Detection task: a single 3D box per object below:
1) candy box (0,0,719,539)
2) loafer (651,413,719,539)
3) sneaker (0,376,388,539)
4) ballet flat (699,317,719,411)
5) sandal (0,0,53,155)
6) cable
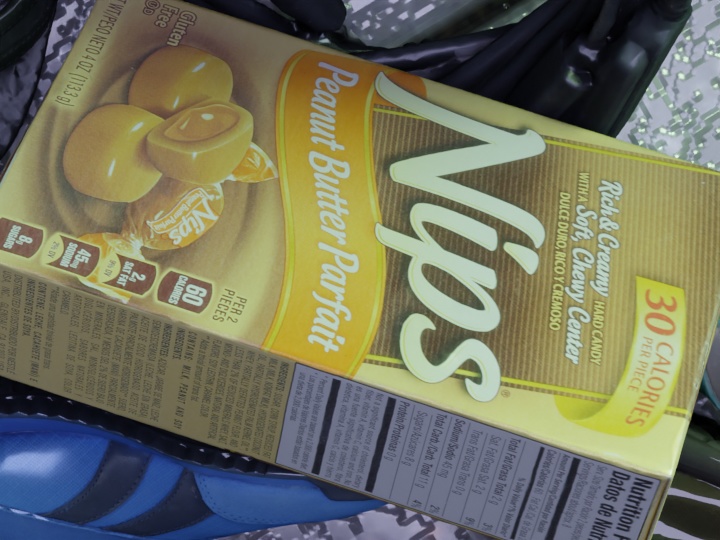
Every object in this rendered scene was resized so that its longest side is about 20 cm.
[{"bbox_3d":[0.000,0.000,0.799,0.200,0.055,0.115,17,50,5],"label":"candy box"},{"bbox_3d":[0.071,0.071,0.868,0.200,0.073,0.071,22,95,0],"label":"loafer"},{"bbox_3d":[-0.077,0.055,0.834,0.200,0.066,0.078,2,133,5],"label":"sneaker"},{"bbox_3d":[0.164,0.038,0.847,0.200,0.070,0.067,17,123,7],"label":"ballet flat"},{"bbox_3d":[-0.111,-0.108,0.824,0.075,0.048,0.201,24,90,-10],"label":"sandal"},{"bbox_3d":[0.019,-0.102,0.792,0.163,0.200,0.051,21,62,-1],"label":"cable"}]
